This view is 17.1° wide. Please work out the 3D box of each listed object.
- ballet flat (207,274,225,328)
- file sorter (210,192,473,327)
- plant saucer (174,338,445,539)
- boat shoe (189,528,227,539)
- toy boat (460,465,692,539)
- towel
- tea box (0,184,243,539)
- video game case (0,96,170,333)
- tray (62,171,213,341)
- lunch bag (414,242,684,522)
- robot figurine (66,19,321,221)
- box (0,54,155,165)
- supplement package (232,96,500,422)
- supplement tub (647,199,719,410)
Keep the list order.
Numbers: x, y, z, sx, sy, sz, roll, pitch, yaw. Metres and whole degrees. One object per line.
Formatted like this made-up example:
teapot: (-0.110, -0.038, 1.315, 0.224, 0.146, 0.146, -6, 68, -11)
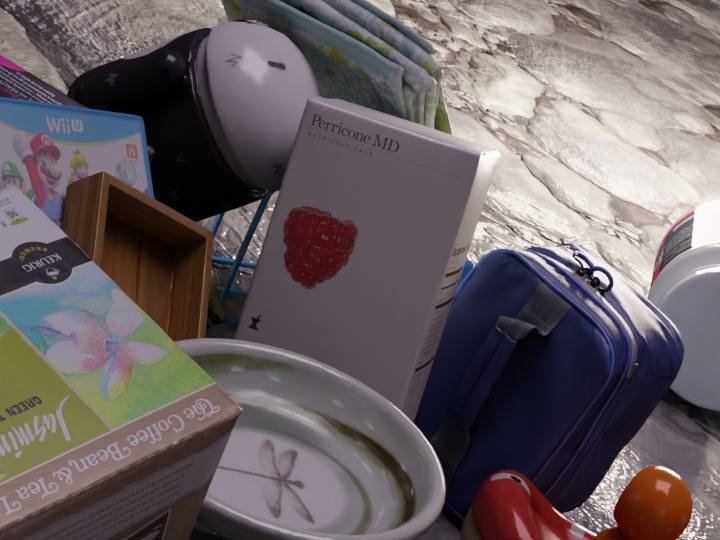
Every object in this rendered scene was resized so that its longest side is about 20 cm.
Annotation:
ballet flat: (-0.167, -0.036, 1.716, 0.199, 0.071, 0.071, 32, 21, 14)
file sorter: (-0.035, -0.009, 1.737, 0.122, 0.139, 0.200, 10, 28, -33)
plant saucer: (-0.051, 0.113, 1.379, 0.199, 0.050, 0.200, 18, 26, -9)
boat shoe: (-0.059, 0.190, 1.364, 0.199, 0.069, 0.057, 11, 30, -23)
toy boat: (0.167, 0.183, 1.543, 0.199, 0.131, 0.131, 27, 15, -3)
towel: (-0.017, -0.137, 1.679, 0.200, 0.048, 0.172, 35, -21, 25)
tea box: (-0.206, 0.087, 1.235, 0.197, 0.134, 0.200, 43, 42, 21)
video game case: (-0.170, -0.001, 1.444, 0.143, 0.018, 0.201, 4, 74, -52)
tray: (-0.139, 0.054, 1.419, 0.098, 0.037, 0.201, 30, 54, -43)
lunch bag: (0.118, 0.075, 1.644, 0.136, 0.201, 0.132, 41, 24, 23)
robot figurine: (-0.122, -0.096, 1.628, 0.125, 0.199, 0.150, 67, 20, -13)
box: (-0.258, -0.056, 1.555, 0.199, 0.133, 0.115, 32, 38, 7)
supplement package: (0.000, 0.000, 1.552, 0.121, 0.201, 0.120, 18, 6, 8)
supplement tub: (0.318, 0.029, 2.077, 0.140, 0.141, 0.200, 28, 21, 1)
